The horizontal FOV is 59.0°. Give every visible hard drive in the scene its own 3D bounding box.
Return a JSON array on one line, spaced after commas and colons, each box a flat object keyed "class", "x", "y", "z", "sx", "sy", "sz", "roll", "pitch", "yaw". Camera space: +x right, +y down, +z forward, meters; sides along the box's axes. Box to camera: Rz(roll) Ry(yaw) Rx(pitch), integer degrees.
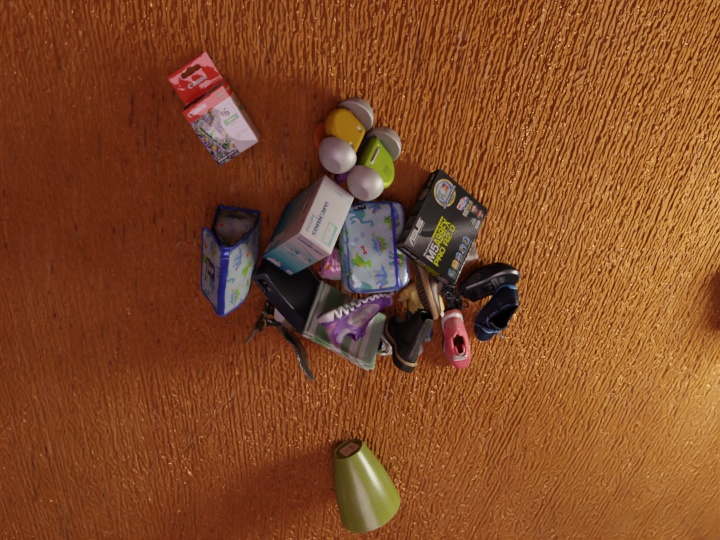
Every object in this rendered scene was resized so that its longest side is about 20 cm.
[{"class": "hard drive", "x": -0.157, "y": 0.038, "z": 1.494, "sx": 0.041, "sy": 0.137, "sz": 0.201, "roll": -11, "pitch": 128, "yaw": 40}]

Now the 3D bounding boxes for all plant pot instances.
[{"class": "plant pot", "x": -0.003, "y": 0.589, "z": 1.798, "sx": 0.182, "sy": 0.188, "sz": 0.206, "roll": -19, "pitch": 104, "yaw": 7}]

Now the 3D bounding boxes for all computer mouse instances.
[{"class": "computer mouse", "x": 0.292, "y": 0.025, "z": 1.558, "sx": 0.194, "sy": 0.054, "sz": 0.139, "roll": -20, "pitch": 143, "yaw": 12}]

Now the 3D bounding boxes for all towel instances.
[{"class": "towel", "x": -0.035, "y": 0.131, "z": 1.520, "sx": 0.196, "sy": 0.156, "sz": 0.023, "roll": 29, "pitch": 148, "yaw": -18}]

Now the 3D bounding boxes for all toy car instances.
[{"class": "toy car", "x": -0.019, "y": -0.245, "z": 1.352, "sx": 0.199, "sy": 0.178, "sz": 0.148, "roll": 40, "pitch": 145, "yaw": -23}]

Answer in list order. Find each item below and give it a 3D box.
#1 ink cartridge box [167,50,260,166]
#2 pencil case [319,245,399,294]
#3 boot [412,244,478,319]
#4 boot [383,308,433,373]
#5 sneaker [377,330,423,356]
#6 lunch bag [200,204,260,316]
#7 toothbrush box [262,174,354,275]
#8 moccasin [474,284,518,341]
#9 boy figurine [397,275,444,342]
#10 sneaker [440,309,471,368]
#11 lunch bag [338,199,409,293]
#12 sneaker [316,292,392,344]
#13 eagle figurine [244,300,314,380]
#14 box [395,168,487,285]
[{"class": "ink cartridge box", "x": -0.307, "y": -0.334, "z": 1.327, "sx": 0.107, "sy": 0.051, "sz": 0.202, "roll": -27, "pitch": 118, "yaw": 11}, {"class": "pencil case", "x": 0.000, "y": 0.000, "z": 1.512, "sx": 0.194, "sy": 0.088, "sz": 0.089, "roll": 14, "pitch": 118, "yaw": -14}, {"class": "boot", "x": 0.205, "y": -0.004, "z": 1.481, "sx": 0.161, "sy": 0.072, "sz": 0.207, "roll": -15, "pitch": 91, "yaw": -14}, {"class": "boot", "x": 0.122, "y": 0.129, "z": 1.506, "sx": 0.075, "sy": 0.201, "sz": 0.141, "roll": 18, "pitch": 113, "yaw": -20}, {"class": "sneaker", "x": 0.073, "y": 0.186, "z": 1.621, "sx": 0.194, "sy": 0.081, "sz": 0.078, "roll": 18, "pitch": 115, "yaw": -14}, {"class": "lunch bag", "x": -0.291, "y": -0.023, "z": 1.413, "sx": 0.123, "sy": 0.202, "sz": 0.175, "roll": 6, "pitch": 120, "yaw": -7}, {"class": "toothbrush box", "x": -0.114, "y": -0.093, "z": 1.367, "sx": 0.084, "sy": 0.150, "sz": 0.199, "roll": 32, "pitch": 152, "yaw": -20}, {"class": "moccasin", "x": 0.334, "y": 0.120, "z": 1.584, "sx": 0.078, "sy": 0.070, "sz": 0.203, "roll": 1, "pitch": 139, "yaw": -12}, {"class": "boy figurine", "x": 0.150, "y": 0.072, "z": 1.573, "sx": 0.121, "sy": 0.064, "sz": 0.206, "roll": 13, "pitch": 117, "yaw": 21}, {"class": "sneaker", "x": 0.245, "y": 0.197, "z": 1.626, "sx": 0.071, "sy": 0.088, "sz": 0.204, "roll": -15, "pitch": 130, "yaw": 5}, {"class": "lunch bag", "x": 0.031, "y": -0.054, "z": 1.437, "sx": 0.155, "sy": 0.082, "sz": 0.208, "roll": -3, "pitch": 89, "yaw": -16}, {"class": "sneaker", "x": -0.005, "y": 0.114, "z": 1.487, "sx": 0.196, "sy": 0.080, "sz": 0.091, "roll": -21, "pitch": 87, "yaw": -28}, {"class": "eagle figurine", "x": -0.162, "y": 0.152, "z": 1.565, "sx": 0.196, "sy": 0.151, "sz": 0.155, "roll": 30, "pitch": 100, "yaw": -7}, {"class": "box", "x": 0.185, "y": -0.096, "z": 1.429, "sx": 0.159, "sy": 0.044, "sz": 0.204, "roll": 35, "pitch": 72, "yaw": -21}]
